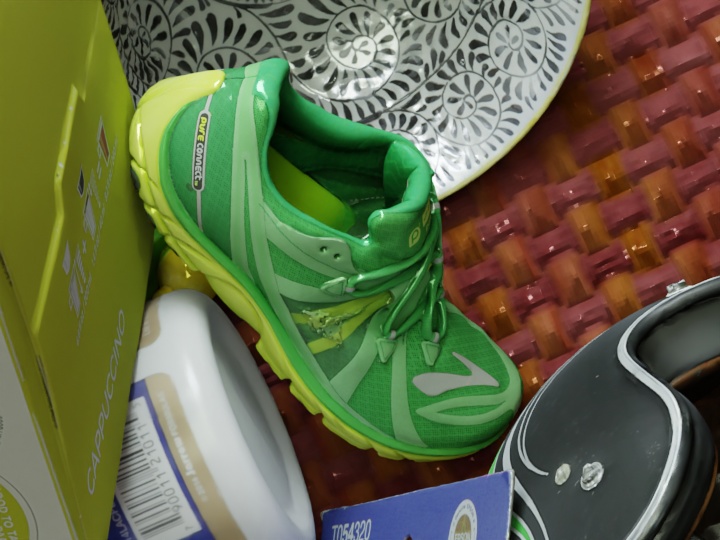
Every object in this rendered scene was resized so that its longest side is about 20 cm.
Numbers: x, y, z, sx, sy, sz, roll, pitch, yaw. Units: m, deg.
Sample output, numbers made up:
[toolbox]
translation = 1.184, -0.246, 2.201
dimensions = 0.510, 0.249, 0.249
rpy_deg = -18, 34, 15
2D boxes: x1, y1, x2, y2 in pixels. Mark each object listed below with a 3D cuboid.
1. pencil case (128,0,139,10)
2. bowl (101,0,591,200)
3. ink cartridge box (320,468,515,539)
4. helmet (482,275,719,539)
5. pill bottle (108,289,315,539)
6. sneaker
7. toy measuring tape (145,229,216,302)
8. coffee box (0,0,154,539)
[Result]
[pencil case]
translation = -0.111, -0.154, 1.173
dimensions = 0.087, 0.078, 0.200
rpy_deg = 15, 74, 22
[bowl]
translation = -0.020, -0.121, 1.130
dimensions = 0.201, 0.201, 0.094
rpy_deg = -29, 39, 3
[ink cartridge box]
translation = -0.006, 0.174, 1.039
dimensions = 0.043, 0.196, 0.200
rpy_deg = 8, 78, -18
[helmet]
translation = 0.129, 0.103, 1.030
dimensions = 0.200, 0.191, 0.200
rpy_deg = 2, 117, 5
[pill bottle]
translation = -0.127, 0.095, 1.112
dimensions = 0.200, 0.116, 0.116
rpy_deg = -23, 75, 7
[sneaker]
translation = 0.000, 0.000, 1.082
dimensions = 0.084, 0.200, 0.074
rpy_deg = -22, 38, 34
[toy measuring tape]
translation = -0.144, -0.022, 1.170
dimensions = 0.200, 0.074, 0.074
rpy_deg = 23, 82, 22
[coffee box]
translation = -0.188, -0.020, 0.996
dimensions = 0.197, 0.200, 0.200
rpy_deg = -4, 43, 8
